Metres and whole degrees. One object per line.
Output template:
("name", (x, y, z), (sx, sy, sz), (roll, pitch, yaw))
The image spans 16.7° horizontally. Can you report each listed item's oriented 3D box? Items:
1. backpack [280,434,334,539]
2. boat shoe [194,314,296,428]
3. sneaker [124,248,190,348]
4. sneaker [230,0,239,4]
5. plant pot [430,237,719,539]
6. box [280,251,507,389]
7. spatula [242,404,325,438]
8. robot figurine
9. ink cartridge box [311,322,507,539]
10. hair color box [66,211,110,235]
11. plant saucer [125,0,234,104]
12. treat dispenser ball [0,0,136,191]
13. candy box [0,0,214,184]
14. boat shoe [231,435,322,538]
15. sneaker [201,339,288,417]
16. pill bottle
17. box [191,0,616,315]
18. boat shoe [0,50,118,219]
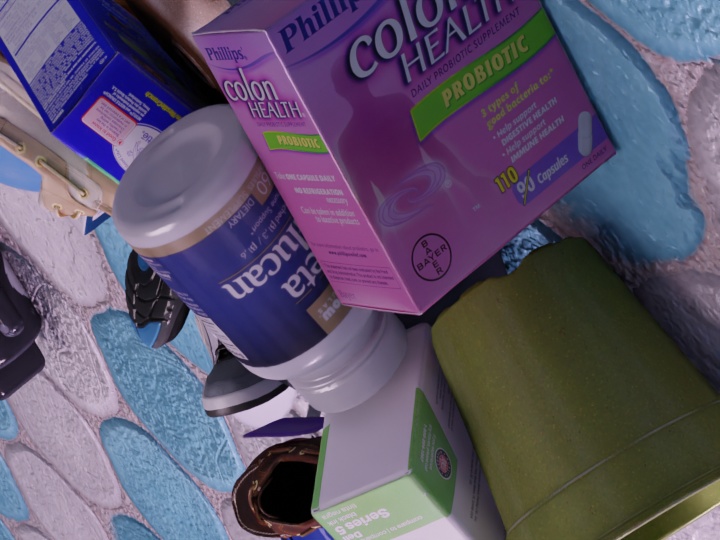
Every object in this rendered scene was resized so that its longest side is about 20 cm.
("backpack", (0.013, 0.180, 1.935), (0.163, 0.167, 0.200), (61, 159, 8))
("boat shoe", (-0.108, 0.048, 2.102), (0.070, 0.071, 0.201), (-114, 1, -50))
("sneaker", (-0.120, -0.029, 1.874), (0.073, 0.082, 0.201), (41, 119, 43))
("sneaker", (-0.064, -0.147, 1.712), (0.199, 0.080, 0.116), (9, 130, 55))
("plant pot", (0.142, 0.088, 1.579), (0.191, 0.199, 0.200), (59, 159, 14))
("box", (0.000, 0.000, 1.757), (0.196, 0.124, 0.201), (24, 144, 43))
("spatula", (-0.024, 0.087, 1.861), (0.056, 0.200, 0.021), (-3, 114, 26))
("robot figurine", (-0.409, 0.036, 2.548), (0.150, 0.125, 0.201), (-21, 112, 22))
("ink cartridge box", (0.061, 0.159, 1.646), (0.084, 0.146, 0.200), (-24, 124, 25))
("hair color box", (-0.282, -0.136, 2.145), (0.200, 0.060, 0.100), (47, 156, 11))
("plant saucer", (-0.097, -0.144, 1.578), (0.200, 0.037, 0.200), (46, 174, 6))
("treat dispenser ball", (-0.234, -0.160, 1.849), (0.201, 0.201, 0.201), (40, 154, 24))
("candy box", (-0.156, -0.116, 1.666), (0.169, 0.077, 0.200), (38, -171, -34))
("boat shoe", (-0.046, 0.157, 1.781), (0.200, 0.070, 0.071), (-29, 82, 54))
("sneaker", (-0.090, 0.027, 1.921), (0.083, 0.200, 0.121), (-14, 108, 18))
("pill bottle", (-0.057, -0.001, 1.560), (0.111, 0.111, 0.200), (15, 153, 54))
("box", (0.029, -0.106, 1.482), (0.097, 0.176, 0.201), (5, 129, 59))
("boat shoe", (-0.205, -0.072, 1.735), (0.200, 0.069, 0.074), (42, -172, -3))
